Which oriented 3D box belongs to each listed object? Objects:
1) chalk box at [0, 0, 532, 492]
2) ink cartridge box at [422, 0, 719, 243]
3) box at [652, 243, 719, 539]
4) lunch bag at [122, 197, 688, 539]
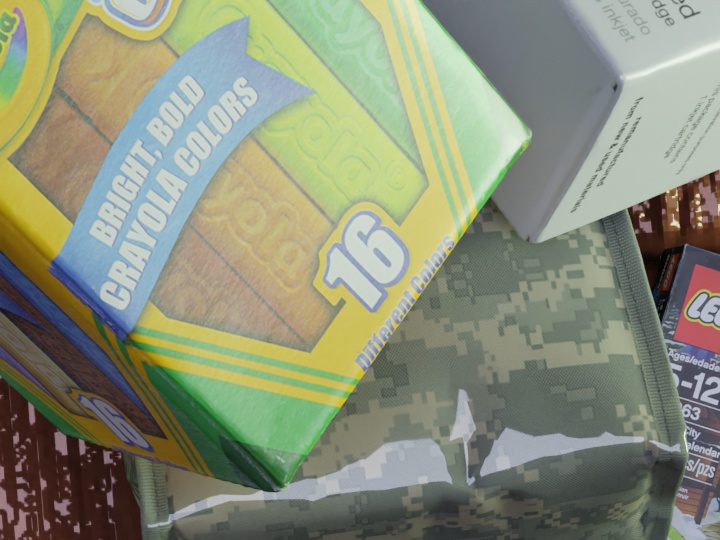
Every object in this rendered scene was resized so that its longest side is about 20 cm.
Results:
[{"bbox_3d":[-0.078,-0.058,0.681,0.200,0.124,0.125,46,70,-29],"label":"chalk box"},{"bbox_3d":[0.099,-0.114,0.809,0.199,0.084,0.145,-22,66,-31],"label":"ink cartridge box"},{"bbox_3d":[0.177,0.086,0.891,0.199,0.038,0.137,17,87,-4],"label":"box"},{"bbox_3d":[0.000,0.000,0.836,0.163,0.118,0.201,-9,63,-3],"label":"lunch bag"}]
